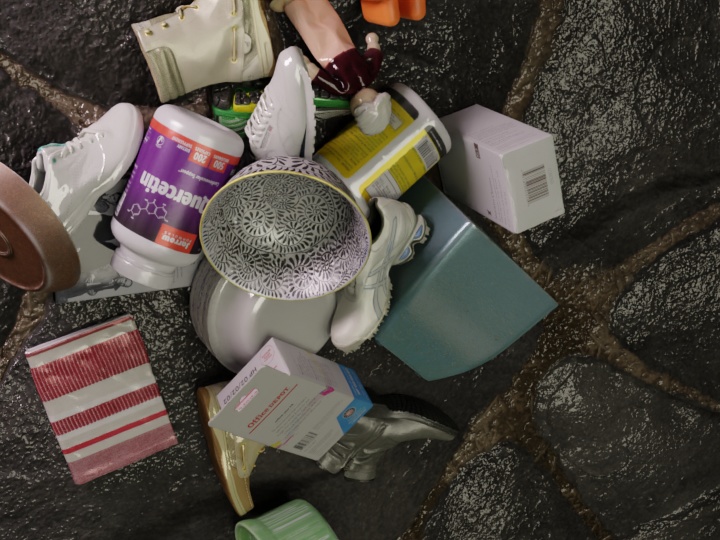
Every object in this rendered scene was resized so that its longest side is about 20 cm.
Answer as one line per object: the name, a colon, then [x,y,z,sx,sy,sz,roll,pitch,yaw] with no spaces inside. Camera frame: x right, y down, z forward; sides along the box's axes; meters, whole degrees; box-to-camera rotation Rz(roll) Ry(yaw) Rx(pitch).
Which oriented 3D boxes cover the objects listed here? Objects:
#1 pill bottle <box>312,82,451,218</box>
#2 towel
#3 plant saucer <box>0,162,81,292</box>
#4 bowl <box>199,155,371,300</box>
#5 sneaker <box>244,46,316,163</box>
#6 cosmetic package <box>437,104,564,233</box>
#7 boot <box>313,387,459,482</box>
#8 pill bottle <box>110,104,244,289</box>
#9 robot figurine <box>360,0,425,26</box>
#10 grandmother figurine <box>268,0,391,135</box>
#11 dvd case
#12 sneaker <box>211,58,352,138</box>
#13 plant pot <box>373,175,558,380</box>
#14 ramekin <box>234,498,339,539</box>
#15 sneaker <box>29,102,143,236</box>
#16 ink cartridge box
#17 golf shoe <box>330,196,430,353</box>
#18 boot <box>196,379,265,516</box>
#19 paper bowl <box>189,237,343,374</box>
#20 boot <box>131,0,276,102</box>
pill bottle: [0.009,-0.134,1.444,0.200,0.114,0.115,-42,120,-6]
towel: [-0.330,0.164,1.451,0.143,0.023,0.202,-21,115,-15]
plant saucer: [-0.395,-0.045,1.243,0.035,0.199,0.201,-52,125,-33]
bowl: [-0.084,-0.067,1.324,0.198,0.095,0.202,2,134,2]
sneaker: [-0.095,-0.172,1.322,0.080,0.077,0.201,-2,137,-8]
cosmetic package: [0.175,-0.136,1.472,0.081,0.200,0.114,-22,114,-17]
boot: [0.034,0.247,1.634,0.198,0.068,0.132,16,106,-21]
pill bottle: [-0.221,-0.084,1.327,0.112,0.112,0.202,19,100,-29]
robot figurine: [0.031,-0.399,1.354,0.142,0.117,0.202,-2,113,10]
grandmother figurine: [-0.023,-0.254,1.361,0.121,0.061,0.201,-28,84,-20]
dvd case: [-0.282,-0.044,1.393,0.198,0.025,0.152,-8,112,-23]
sneaker: [-0.089,-0.205,1.401,0.198,0.078,0.086,-8,140,-17]
plant pot: [0.101,0.025,1.509,0.200,0.197,0.196,-47,121,5]
ramekin: [-0.084,0.416,1.562,0.097,0.200,0.202,-25,118,-23]
sneaker: [-0.326,-0.124,1.287,0.089,0.075,0.201,47,66,-40]
ink cartridge box: [-0.095,0.158,1.414,0.115,0.068,0.199,-46,137,17]
golf shoe: [0.000,0.000,1.405,0.097,0.078,0.202,27,87,-43]
boot: [-0.129,0.225,1.540,0.154,0.073,0.202,-19,113,-19]
paper bowl: [-0.110,0.045,1.447,0.199,0.104,0.203,-16,122,-28]
boot: [-0.192,-0.307,1.310,0.153,0.072,0.202,-16,103,-8]
